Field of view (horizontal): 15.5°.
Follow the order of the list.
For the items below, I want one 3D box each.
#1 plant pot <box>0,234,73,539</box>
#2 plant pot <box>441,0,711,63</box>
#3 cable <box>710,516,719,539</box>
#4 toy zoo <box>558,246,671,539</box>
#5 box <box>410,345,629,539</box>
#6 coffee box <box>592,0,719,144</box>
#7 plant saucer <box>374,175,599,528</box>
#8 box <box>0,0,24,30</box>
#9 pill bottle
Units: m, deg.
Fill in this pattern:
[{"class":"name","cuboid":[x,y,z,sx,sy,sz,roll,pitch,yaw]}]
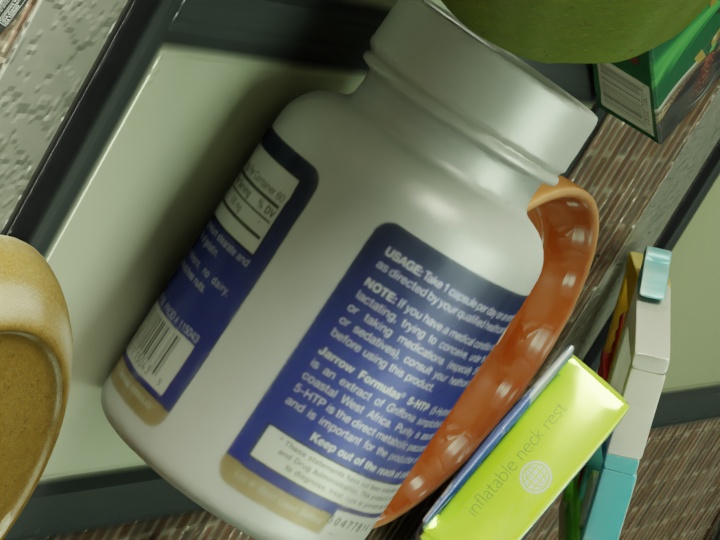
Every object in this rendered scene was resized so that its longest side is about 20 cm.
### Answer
[{"class":"plant pot","cuboid":[-0.167,0.078,0.918,0.200,0.027,0.200,-44,157,-24]},{"class":"plant pot","cuboid":[0.084,-0.163,0.895,0.200,0.200,0.190,-47,171,-17]},{"class":"cable","cuboid":[0.263,0.246,2.073,0.097,0.050,0.201,-12,124,-36]},{"class":"toy zoo","cuboid":[0.141,0.078,1.444,0.131,0.020,0.201,-80,-177,-66]},{"class":"box","cuboid":[0.077,0.112,1.377,0.122,0.048,0.200,-49,175,-11]},{"class":"coffee box","cuboid":[0.154,-0.151,1.209,0.123,0.044,0.200,-48,158,-13]},{"class":"plant saucer","cuboid":[0.042,0.037,1.281,0.200,0.032,0.201,-44,158,-23]},{"class":"box","cuboid":[-0.154,-0.071,0.664,0.200,0.050,0.158,-54,158,4]},{"class":"pill bottle","cuboid":[0.000,0.000,1.016,0.200,0.120,0.120,-56,159,7]}]
